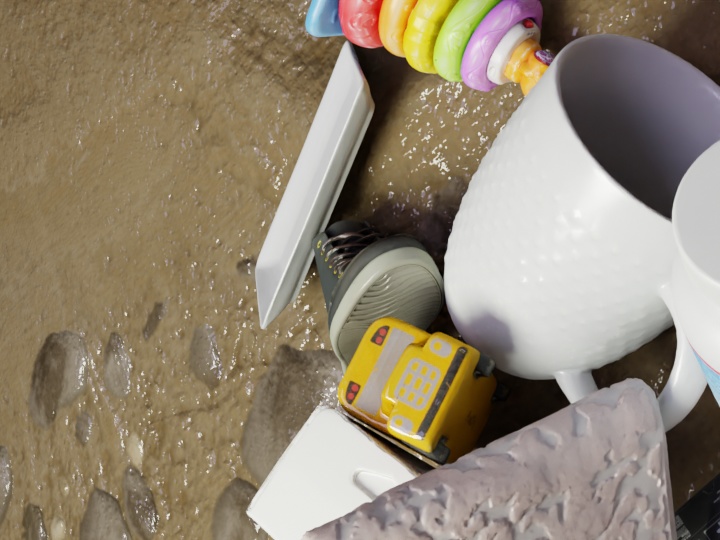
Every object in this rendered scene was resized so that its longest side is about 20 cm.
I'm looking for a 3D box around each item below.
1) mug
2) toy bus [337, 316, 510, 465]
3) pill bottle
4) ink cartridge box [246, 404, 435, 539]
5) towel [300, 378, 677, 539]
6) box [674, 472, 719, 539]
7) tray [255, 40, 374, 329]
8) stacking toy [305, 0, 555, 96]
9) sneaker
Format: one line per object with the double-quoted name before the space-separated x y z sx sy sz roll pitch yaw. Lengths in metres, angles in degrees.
"mug" 0.136 -0.001 0.760 0.175 0.147 0.201 -54 45 43
"toy bus" 0.041 0.078 0.821 0.078 0.200 0.065 26 84 16
"pill bottle" 0.204 0.020 0.613 0.108 0.200 0.109 -12 58 20
"ink cartridge box" 0.047 0.174 0.806 0.146 0.200 0.085 35 86 38
"towel" 0.082 0.175 0.686 0.032 0.199 0.192 23 131 61
"box" 0.246 0.176 0.731 0.200 0.050 0.158 -52 58 31
"tray" -0.033 -0.061 0.985 0.107 0.022 0.201 -107 37 -63
"stacking toy" 0.073 -0.156 0.867 0.200 0.116 0.110 40 120 23
"sneaker" 0.000 0.000 0.890 0.200 0.075 0.107 102 152 -67
